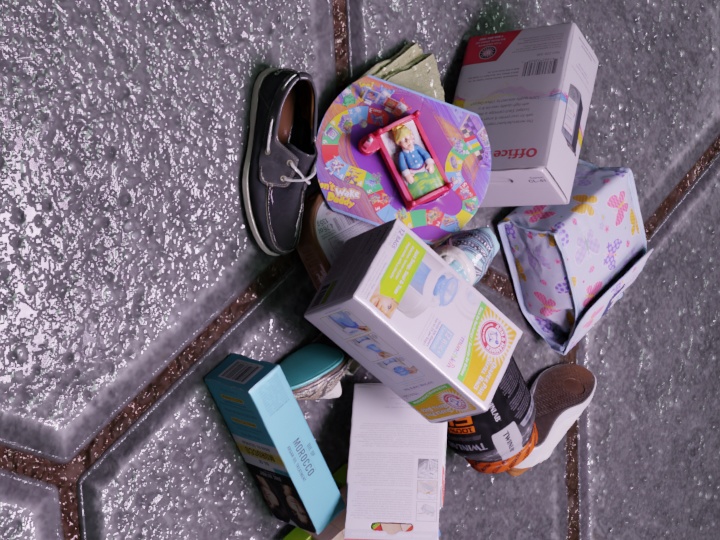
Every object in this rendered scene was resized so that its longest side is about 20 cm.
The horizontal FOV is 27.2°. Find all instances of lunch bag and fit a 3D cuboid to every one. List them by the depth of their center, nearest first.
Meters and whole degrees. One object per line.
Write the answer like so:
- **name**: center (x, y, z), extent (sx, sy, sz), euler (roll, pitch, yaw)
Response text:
- **lunch bag**: center (0.286, -0.016, 1.914), extent (0.169, 0.127, 0.201), euler (-38, 127, -31)

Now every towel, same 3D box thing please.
- **towel**: center (0.051, -0.149, 1.726), extent (0.148, 0.036, 0.201), euler (-35, 118, -36)

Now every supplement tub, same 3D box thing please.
- **supplement tub**: center (0.135, 0.141, 1.790), extent (0.123, 0.122, 0.201), euler (-47, 124, -29)

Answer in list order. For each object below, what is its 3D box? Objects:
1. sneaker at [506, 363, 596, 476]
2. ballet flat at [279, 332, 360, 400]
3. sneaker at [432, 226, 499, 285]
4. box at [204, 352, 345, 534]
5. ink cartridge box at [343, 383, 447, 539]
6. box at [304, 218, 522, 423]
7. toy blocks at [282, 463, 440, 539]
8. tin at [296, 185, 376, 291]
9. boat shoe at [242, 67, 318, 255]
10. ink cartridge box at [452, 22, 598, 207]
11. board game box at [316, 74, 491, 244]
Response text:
- **sneaker**: center (0.239, 0.196, 1.953), extent (0.200, 0.073, 0.085), euler (-38, 154, -42)
- **ballet flat**: center (-0.027, 0.096, 1.671), extent (0.200, 0.067, 0.076), euler (-48, 137, -32)
- **sneaker**: center (0.112, -0.003, 1.699), extent (0.086, 0.200, 0.078), euler (-38, 92, -12)
- **box**: center (-0.092, 0.187, 1.606), extent (0.049, 0.082, 0.201), euler (-40, 122, -31)
- **ink cartridge box**: center (0.040, 0.222, 1.661), extent (0.051, 0.108, 0.201), euler (85, 8, -52)
- **box**: center (0.059, 0.058, 1.588), extent (0.200, 0.101, 0.113), euler (42, 58, -19)
- **toy blocks**: center (0.014, 0.307, 1.728), extent (0.200, 0.100, 0.137), euler (-38, 131, -27)
- **tin**: center (0.000, 0.000, 1.650), extent (0.112, 0.042, 0.201), euler (-29, 94, -33)
- **boat shoe**: center (-0.080, -0.113, 1.584), extent (0.071, 0.067, 0.202), euler (-5, 101, -44)
- **ink cartridge box**: center (0.185, -0.180, 1.744), extent (0.086, 0.147, 0.201), euler (43, 54, -48)
- **board game box**: center (0.050, -0.124, 1.624), extent (0.199, 0.039, 0.159), euler (19, 80, -6)
